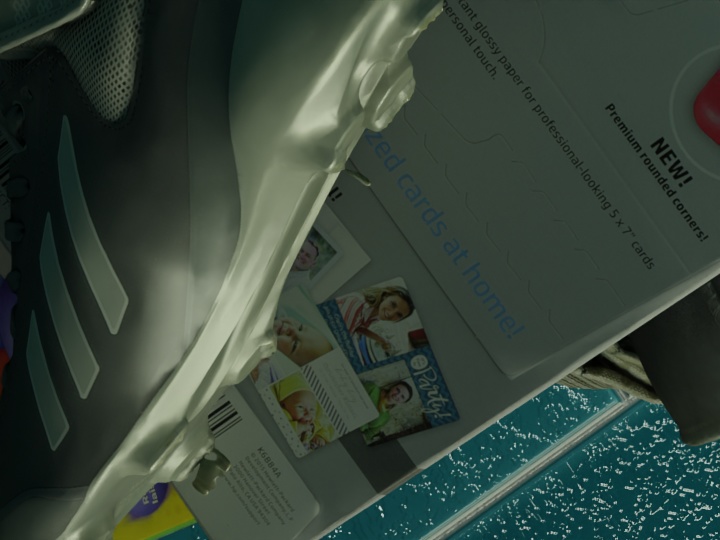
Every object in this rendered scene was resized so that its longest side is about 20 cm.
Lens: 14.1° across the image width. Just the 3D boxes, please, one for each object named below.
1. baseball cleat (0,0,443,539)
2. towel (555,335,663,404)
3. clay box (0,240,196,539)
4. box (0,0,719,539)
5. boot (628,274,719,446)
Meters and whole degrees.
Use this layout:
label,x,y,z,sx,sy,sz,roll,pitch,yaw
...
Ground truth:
label,x,y,z,sx,sy,sz,roll,pitch,yaw
baseball cleat,-0.056,-0.018,0.650,0.200,0.106,0.070,-58,170,31
towel,0.000,0.000,0.934,0.035,0.192,0.200,-67,-161,-9
clay box,-0.101,0.027,0.737,0.047,0.116,0.200,-22,178,30
box,0.004,-0.039,0.683,0.200,0.156,0.041,-36,180,31
boot,0.073,-0.057,0.790,0.072,0.201,0.182,-34,179,18
